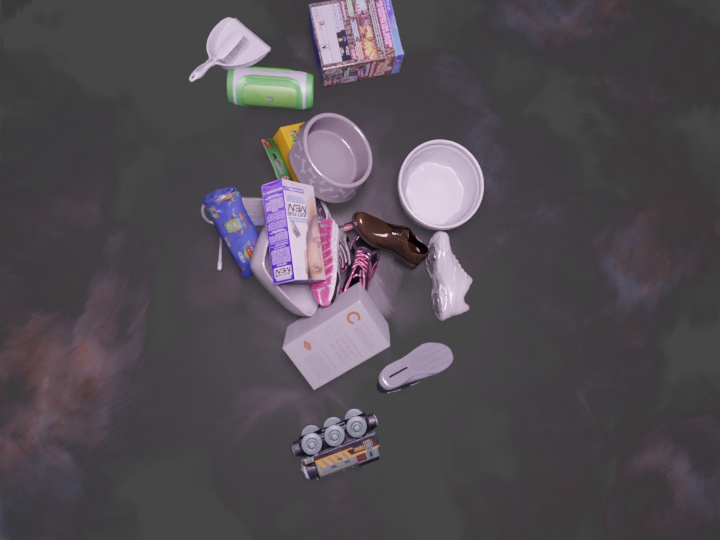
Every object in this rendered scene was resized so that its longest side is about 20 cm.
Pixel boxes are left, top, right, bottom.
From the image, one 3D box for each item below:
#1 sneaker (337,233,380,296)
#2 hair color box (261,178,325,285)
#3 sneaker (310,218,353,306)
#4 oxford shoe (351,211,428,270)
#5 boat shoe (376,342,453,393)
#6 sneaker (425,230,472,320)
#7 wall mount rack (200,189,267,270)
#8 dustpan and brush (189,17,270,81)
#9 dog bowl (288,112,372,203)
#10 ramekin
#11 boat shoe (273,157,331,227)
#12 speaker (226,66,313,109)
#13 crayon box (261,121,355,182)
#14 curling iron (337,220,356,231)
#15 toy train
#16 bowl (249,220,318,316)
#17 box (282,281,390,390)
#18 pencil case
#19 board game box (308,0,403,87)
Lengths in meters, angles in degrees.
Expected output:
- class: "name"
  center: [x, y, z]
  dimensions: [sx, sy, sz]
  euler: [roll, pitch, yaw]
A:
- class: "sneaker"
  center: [0.000, 0.000, 1.351]
  dimensions: [0.077, 0.095, 0.205]
  euler: [14, 81, 0]
- class: "hair color box"
  center: [-0.135, -0.075, 1.219]
  dimensions: [0.064, 0.109, 0.205]
  euler: [-10, 84, 31]
- class: "sneaker"
  center: [-0.055, -0.012, 1.311]
  dimensions: [0.087, 0.073, 0.204]
  euler: [29, 51, -42]
- class: "oxford shoe"
  center: [0.072, -0.083, 1.345]
  dimensions: [0.197, 0.084, 0.074]
  euler: [28, 53, -18]
- class: "boat shoe"
  center: [0.117, 0.219, 1.346]
  dimensions: [0.196, 0.071, 0.073]
  euler: [-15, 70, -26]
- class: "sneaker"
  center: [0.208, 0.008, 1.377]
  dimensions: [0.097, 0.078, 0.205]
  euler: [-9, 99, -16]
- class: "wall mount rack"
  center: [-0.267, -0.096, 1.360]
  dimensions: [0.195, 0.075, 0.177]
  euler: [0, 116, -3]
- class: "dustpan and brush"
  center: [-0.325, -0.504, 1.401]
  dimensions: [0.139, 0.057, 0.201]
  euler: [40, 82, 10]
- class: "dog bowl"
  center: [-0.059, -0.254, 1.314]
  dimensions: [0.196, 0.058, 0.205]
  euler: [12, 66, -28]
- class: "ramekin"
  center: [0.178, -0.187, 1.381]
  dimensions: [0.195, 0.105, 0.205]
  euler: [0, 82, -3]
- class: "boat shoe"
  center: [-0.135, -0.184, 1.377]
  dimensions: [0.071, 0.069, 0.203]
  euler: [-28, 86, -7]
- class: "speaker"
  center: [-0.208, -0.425, 1.394]
  dimensions: [0.195, 0.088, 0.091]
  euler: [3, 83, -3]
- class: "crayon box"
  center: [-0.112, -0.269, 1.353]
  dimensions: [0.198, 0.051, 0.129]
  euler: [-23, 85, -36]
- class: "curling iron"
  center: [-0.081, -0.082, 1.384]
  dimensions: [0.196, 0.050, 0.026]
  euler: [-18, 83, -1]
- class: "toy train"
  center: [-0.048, 0.385, 1.309]
  dimensions: [0.196, 0.085, 0.116]
  euler: [-19, 94, -6]
- class: "bowl"
  center: [-0.157, -0.021, 1.292]
  dimensions: [0.073, 0.200, 0.203]
  euler: [-10, 46, 32]
- class: "box"
  center: [-0.050, 0.140, 1.280]
  dimensions: [0.198, 0.098, 0.125]
  euler: [-31, 110, 12]
- class: "pencil case"
  center: [-0.261, -0.084, 1.286]
  dimensions: [0.085, 0.078, 0.203]
  euler: [-24, 112, 3]
- class: "board game box"
  center: [-0.013, -0.548, 1.417]
  dimensions: [0.195, 0.097, 0.163]
  euler: [-12, 84, -5]
